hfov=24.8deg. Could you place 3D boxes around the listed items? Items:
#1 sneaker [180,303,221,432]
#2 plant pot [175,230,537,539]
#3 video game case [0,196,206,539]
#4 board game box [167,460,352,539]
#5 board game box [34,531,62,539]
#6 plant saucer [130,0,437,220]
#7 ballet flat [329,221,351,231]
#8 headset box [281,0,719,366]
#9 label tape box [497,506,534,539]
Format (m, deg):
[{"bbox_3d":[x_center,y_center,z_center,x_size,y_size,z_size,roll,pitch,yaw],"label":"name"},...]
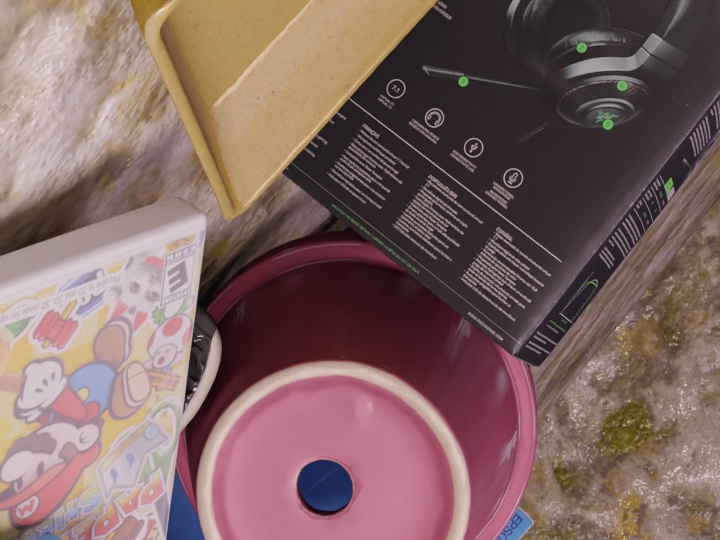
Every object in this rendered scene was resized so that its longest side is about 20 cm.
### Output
[{"bbox_3d":[-0.131,0.085,0.808,0.200,0.070,0.093,-53,174,17],"label":"sneaker"},{"bbox_3d":[-0.007,0.089,0.832,0.200,0.200,0.179,-54,-177,10],"label":"plant pot"},{"bbox_3d":[-0.148,0.078,0.643,0.200,0.023,0.182,-24,135,-43],"label":"video game case"},{"bbox_3d":[-0.061,0.152,0.993,0.158,0.200,0.039,-36,-170,-21],"label":"board game box"},{"bbox_3d":[-0.176,0.212,0.622,0.200,0.040,0.153,-62,170,18],"label":"board game box"},{"bbox_3d":[-0.015,-0.134,0.639,0.200,0.048,0.200,-49,166,-11],"label":"plant saucer"},{"bbox_3d":[0.000,0.000,1.005,0.200,0.067,0.062,-46,175,-19],"label":"ballet flat"},{"bbox_3d":[0.073,-0.086,0.782,0.200,0.174,0.093,-53,166,3],"label":"headset box"},{"bbox_3d":[-0.009,0.154,1.078,0.143,0.200,0.066,-46,172,-21],"label":"label tape box"}]
